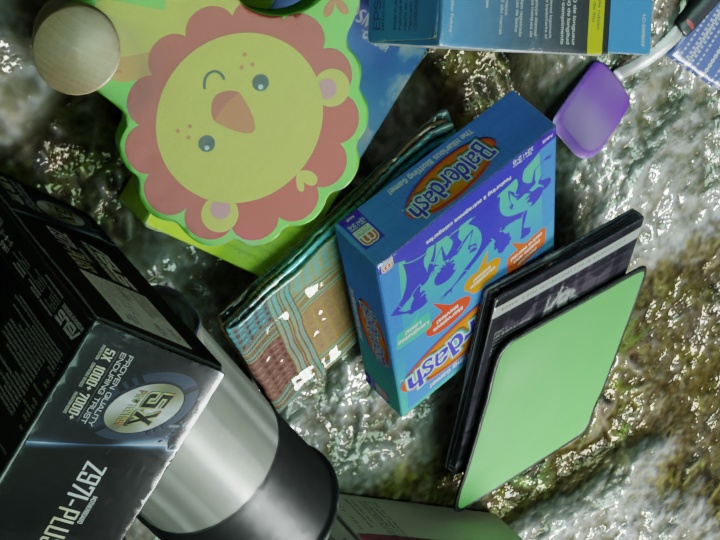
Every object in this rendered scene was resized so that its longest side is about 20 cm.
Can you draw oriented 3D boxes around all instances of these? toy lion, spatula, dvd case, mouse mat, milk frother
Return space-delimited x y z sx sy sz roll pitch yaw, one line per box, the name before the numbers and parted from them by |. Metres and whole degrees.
toy lion | -0.069 -0.122 0.771 0.191 0.069 0.201 35 95 -21
spatula | 0.217 -0.164 1.011 0.200 0.021 0.056 -45 127 4
dvd case | 0.134 0.056 1.042 0.148 0.016 0.201 -27 145 -29
mouse mat | 0.145 0.093 1.077 0.160 0.008 0.201 -25 144 -32
milk frother | -0.109 0.152 0.853 0.180 0.200 0.188 -40 131 -3

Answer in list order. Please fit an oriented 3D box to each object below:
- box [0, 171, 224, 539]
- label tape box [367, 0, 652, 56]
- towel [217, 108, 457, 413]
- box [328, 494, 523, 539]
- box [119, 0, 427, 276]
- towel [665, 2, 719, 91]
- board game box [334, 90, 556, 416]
box | -0.184 0.061 0.747 0.086 0.200 0.164 27 98 -41
label tape box | 0.097 -0.205 0.853 0.199 0.063 0.146 -5 100 -43
towel | 0.000 0.000 0.926 0.200 0.022 0.147 -43 152 -12
box | 0.041 0.260 1.077 0.199 0.109 0.129 14 106 -39
box | -0.046 -0.100 0.854 0.122 0.048 0.201 26 99 -42
towel | 0.330 -0.194 1.085 0.199 0.024 0.145 21 104 -39
board game box | 0.063 -0.005 0.938 0.152 0.045 0.200 -38 151 -16
